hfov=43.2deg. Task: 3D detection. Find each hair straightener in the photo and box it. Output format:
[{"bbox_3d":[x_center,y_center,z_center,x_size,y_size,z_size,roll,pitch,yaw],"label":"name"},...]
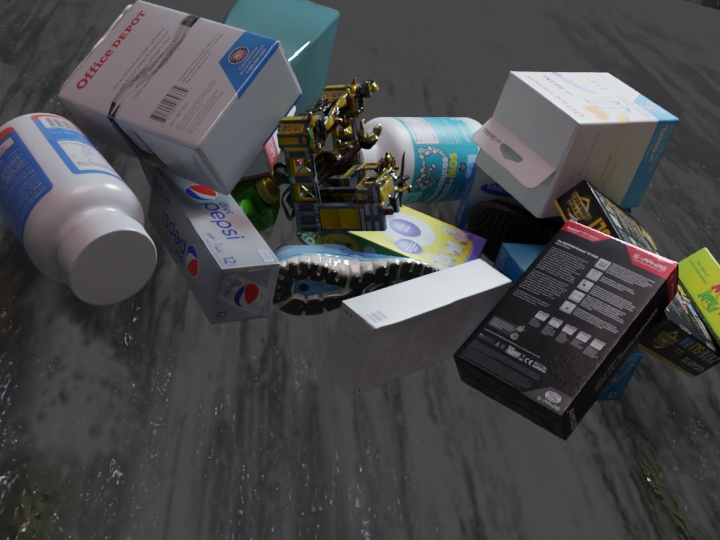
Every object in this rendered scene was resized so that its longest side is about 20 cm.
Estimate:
[{"bbox_3d":[-0.064,-0.097,1.054,0.041,0.077,0.200,-16,10,6],"label":"hair straightener"}]

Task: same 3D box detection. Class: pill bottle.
[{"bbox_3d":[-0.273,-0.057,0.857,0.112,0.112,0.200,-9,40,-37],"label":"pill bottle"},{"bbox_3d":[0.065,-0.141,1.166,0.200,0.111,0.111,-7,38,-34],"label":"pill bottle"}]

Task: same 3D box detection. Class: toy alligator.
[{"bbox_3d":[-0.114,-0.094,1.061,0.054,0.059,0.200,54,19,-24],"label":"toy alligator"}]

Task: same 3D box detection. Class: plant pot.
[{"bbox_3d":[-0.135,-0.291,1.283,0.141,0.141,0.200,19,36,4],"label":"plant pot"}]

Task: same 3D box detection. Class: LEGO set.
[{"bbox_3d":[0.002,-0.124,0.974,0.116,0.154,0.200,1,17,19],"label":"LEGO set"}]

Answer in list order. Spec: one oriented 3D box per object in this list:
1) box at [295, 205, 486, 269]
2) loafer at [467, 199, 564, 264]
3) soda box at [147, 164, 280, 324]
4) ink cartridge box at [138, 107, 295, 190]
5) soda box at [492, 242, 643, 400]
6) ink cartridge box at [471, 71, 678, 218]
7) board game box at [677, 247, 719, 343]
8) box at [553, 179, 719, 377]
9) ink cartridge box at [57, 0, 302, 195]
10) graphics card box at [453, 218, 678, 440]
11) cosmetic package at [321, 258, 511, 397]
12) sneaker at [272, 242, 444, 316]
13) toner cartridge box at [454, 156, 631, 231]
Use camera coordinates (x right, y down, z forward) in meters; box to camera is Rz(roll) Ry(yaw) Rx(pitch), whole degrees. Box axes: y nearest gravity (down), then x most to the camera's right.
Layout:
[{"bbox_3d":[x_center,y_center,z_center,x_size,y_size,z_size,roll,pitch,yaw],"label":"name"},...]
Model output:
[{"bbox_3d":[0.035,-0.034,1.042,0.200,0.048,0.117,21,31,9],"label":"box"},{"bbox_3d":[0.222,-0.029,1.114,0.200,0.073,0.071,28,27,-2],"label":"loafer"},{"bbox_3d":[-0.153,-0.033,0.921,0.063,0.068,0.200,-7,37,-31],"label":"soda box"},{"bbox_3d":[-0.166,-0.176,1.078,0.145,0.083,0.200,-12,29,12],"label":"ink cartridge box"},{"bbox_3d":[0.212,0.051,0.978,0.068,0.064,0.200,2,35,-24],"label":"soda box"},{"bbox_3d":[0.245,-0.151,1.076,0.200,0.125,0.129,-8,41,-35],"label":"ink cartridge box"},{"bbox_3d":[0.425,0.070,1.020,0.102,0.048,0.200,48,18,-28],"label":"board game box"},{"bbox_3d":[0.306,0.009,1.002,0.160,0.049,0.200,27,34,-46],"label":"box"},{"bbox_3d":[-0.185,-0.182,0.937,0.200,0.084,0.145,23,69,28],"label":"ink cartridge box"},{"bbox_3d":[0.199,0.051,0.873,0.125,0.051,0.200,28,63,34],"label":"graphics card box"},{"bbox_3d":[0.057,0.051,0.882,0.200,0.083,0.051,-15,41,-43],"label":"cosmetic package"},{"bbox_3d":[0.000,0.000,0.941,0.200,0.078,0.090,8,28,-17],"label":"sneaker"},{"bbox_3d":[0.229,-0.072,1.154,0.200,0.095,0.043,14,31,-5],"label":"toner cartridge box"}]
